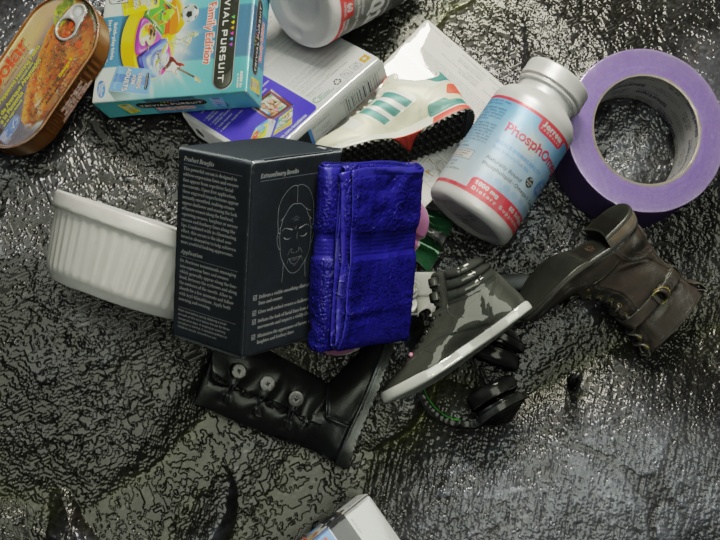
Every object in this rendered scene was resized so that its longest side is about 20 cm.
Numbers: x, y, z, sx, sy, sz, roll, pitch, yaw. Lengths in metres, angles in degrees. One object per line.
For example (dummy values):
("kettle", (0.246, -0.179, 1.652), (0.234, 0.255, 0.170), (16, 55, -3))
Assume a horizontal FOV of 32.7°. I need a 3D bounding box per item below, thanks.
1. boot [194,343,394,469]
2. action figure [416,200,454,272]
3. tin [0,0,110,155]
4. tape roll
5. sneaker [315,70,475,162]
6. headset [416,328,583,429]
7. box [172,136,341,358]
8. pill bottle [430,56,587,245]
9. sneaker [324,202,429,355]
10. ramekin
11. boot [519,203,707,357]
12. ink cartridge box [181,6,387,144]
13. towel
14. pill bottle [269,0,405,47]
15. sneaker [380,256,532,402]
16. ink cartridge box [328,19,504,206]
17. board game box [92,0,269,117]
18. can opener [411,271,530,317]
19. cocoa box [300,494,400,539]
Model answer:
("boot", (-0.075, 0.114, 1.417), (0.197, 0.066, 0.167), (23, 77, 3))
("action figure", (0.022, -0.097, 1.468), (0.198, 0.055, 0.120), (27, 81, 3))
("tin", (-0.371, -0.227, 1.431), (0.111, 0.042, 0.201), (33, 87, 20))
("tape roll", (0.335, -0.160, 1.493), (0.196, 0.085, 0.204), (1, 81, -5))
("sneaker", (0.028, -0.173, 1.417), (0.197, 0.071, 0.094), (-20, 59, -10))
("headset", (0.162, 0.124, 1.444), (0.196, 0.094, 0.126), (-1, 79, 10))
("box", (-0.107, -0.029, 1.284), (0.106, 0.147, 0.204), (14, 106, 35))
("pill bottle", (0.174, -0.139, 1.403), (0.108, 0.109, 0.201), (34, 82, 1))
("sneaker", (0.000, 0.000, 1.397), (0.080, 0.088, 0.202), (30, 87, -32))
("ramekin", (-0.255, -0.014, 1.356), (0.199, 0.202, 0.096), (19, 90, -2))
("boot", (0.299, 0.039, 1.446), (0.199, 0.069, 0.175), (-40, 113, 4))
("ink cartridge box", (-0.104, -0.215, 1.448), (0.198, 0.044, 0.199), (-44, 54, -17))
("towel", (0.011, -0.015, 1.302), (0.146, 0.049, 0.204), (-6, 105, -42))
("pill bottle", (-0.005, -0.351, 1.447), (0.199, 0.114, 0.114), (-35, 85, -35))
("sneaker", (0.088, 0.062, 1.389), (0.199, 0.071, 0.100), (-36, 81, 5))
("ink cartridge box", (0.073, -0.180, 1.475), (0.161, 0.050, 0.200), (41, 75, 6))
("board game box", (-0.208, -0.264, 1.430), (0.196, 0.047, 0.154), (-2, 74, 18))
("can opener", (0.110, 0.029, 1.453), (0.196, 0.066, 0.054), (-1, 82, -15))
("cocoa box", (0.009, 0.365, 1.340), (0.130, 0.133, 0.201), (-35, 85, -10))
